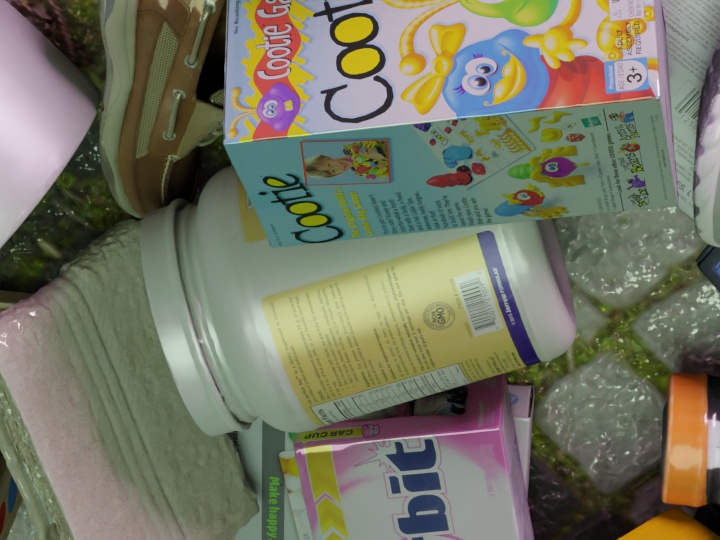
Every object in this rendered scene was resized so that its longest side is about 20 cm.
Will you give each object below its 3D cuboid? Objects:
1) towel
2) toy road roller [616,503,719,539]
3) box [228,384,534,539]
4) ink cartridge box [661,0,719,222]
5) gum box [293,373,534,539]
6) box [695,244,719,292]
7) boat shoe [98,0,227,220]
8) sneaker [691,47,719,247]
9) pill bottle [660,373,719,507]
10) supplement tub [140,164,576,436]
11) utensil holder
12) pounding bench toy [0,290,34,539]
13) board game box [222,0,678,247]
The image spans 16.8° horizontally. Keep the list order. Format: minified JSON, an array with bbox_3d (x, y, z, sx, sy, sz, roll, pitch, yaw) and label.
[{"bbox_3d":[-0.130,0.087,1.307,0.034,0.132,0.201,2,121,39],"label":"towel"},{"bbox_3d":[0.199,0.213,1.331,0.146,0.199,0.124,37,124,29],"label":"toy road roller"},{"bbox_3d":[-0.004,0.133,1.406,0.198,0.041,0.157,4,119,4],"label":"box"},{"bbox_3d":[0.187,-0.130,1.208,0.119,0.042,0.200,36,120,-12],"label":"ink cartridge box"},{"bbox_3d":[0.037,0.150,1.349,0.113,0.066,0.201,-6,117,9],"label":"gum box"},{"bbox_3d":[0.284,0.011,1.211,0.200,0.051,0.158,50,123,19],"label":"box"},{"bbox_3d":[-0.091,-0.093,1.251,0.071,0.076,0.201,15,143,9],"label":"boat shoe"},{"bbox_3d":[0.211,-0.094,1.159,0.081,0.075,0.201,17,120,1],"label":"sneaker"},{"bbox_3d":[0.261,0.096,1.312,0.198,0.106,0.107,3,119,6],"label":"pill bottle"},{"bbox_3d":[0.000,0.000,1.262,0.199,0.146,0.146,-16,115,8],"label":"supplement tub"},{"bbox_3d":[-0.255,-0.097,1.244,0.200,0.170,0.170,40,116,-16],"label":"utensil holder"},{"bbox_3d":[-0.250,0.124,1.368,0.123,0.156,0.201,6,119,4],"label":"pounding bench toy"},{"bbox_3d":[0.044,-0.088,1.148,0.198,0.104,0.105,-5,152,9],"label":"board game box"}]
